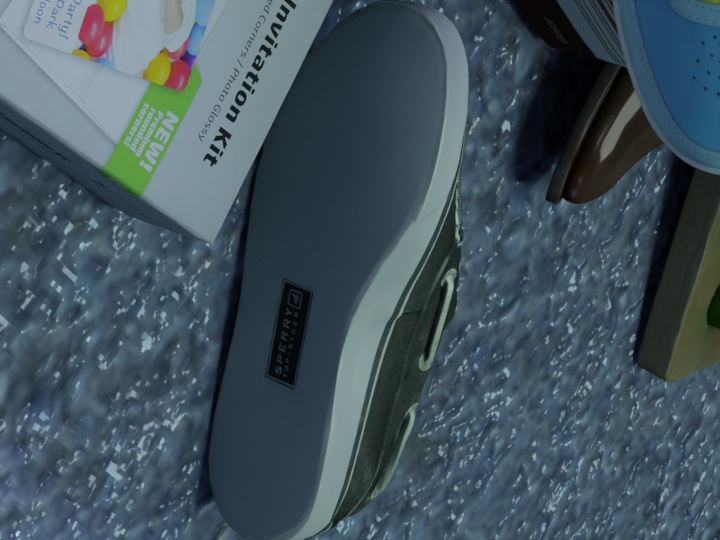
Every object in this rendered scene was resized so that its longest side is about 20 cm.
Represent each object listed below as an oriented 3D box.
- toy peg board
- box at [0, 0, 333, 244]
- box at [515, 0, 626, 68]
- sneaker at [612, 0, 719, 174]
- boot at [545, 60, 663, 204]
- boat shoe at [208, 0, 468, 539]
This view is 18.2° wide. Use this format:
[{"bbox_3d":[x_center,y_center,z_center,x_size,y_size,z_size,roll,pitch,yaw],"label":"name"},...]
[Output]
[{"bbox_3d":[0.245,-0.041,1.058,0.199,0.098,0.201,-16,128,-50],"label":"toy peg board"},{"bbox_3d":[-0.073,-0.115,0.647,0.156,0.041,0.200,-64,147,-8],"label":"box"},{"bbox_3d":[0.149,-0.180,0.806,0.201,0.165,0.164,-61,146,-11],"label":"box"},{"bbox_3d":[0.096,-0.111,0.620,0.131,0.079,0.201,-45,138,-64],"label":"sneaker"},{"bbox_3d":[0.200,-0.049,0.908,0.187,0.200,0.064,-51,170,-11],"label":"boot"},{"bbox_3d":[0.000,0.000,0.791,0.064,0.071,0.201,-9,123,-51],"label":"boat shoe"}]
